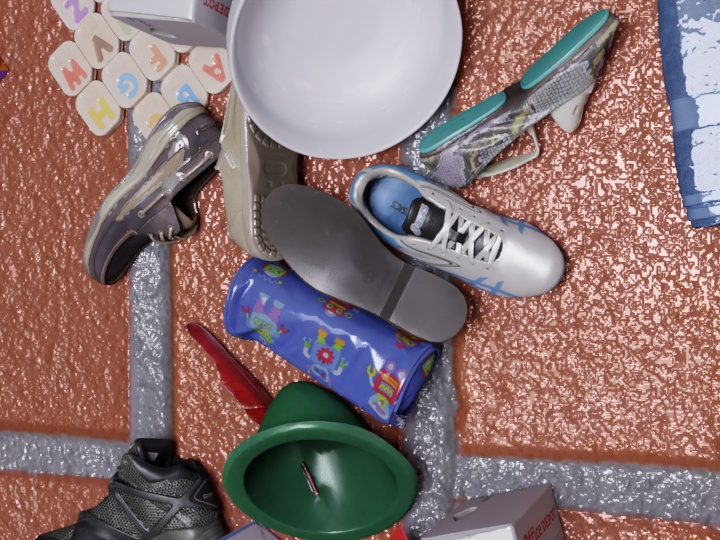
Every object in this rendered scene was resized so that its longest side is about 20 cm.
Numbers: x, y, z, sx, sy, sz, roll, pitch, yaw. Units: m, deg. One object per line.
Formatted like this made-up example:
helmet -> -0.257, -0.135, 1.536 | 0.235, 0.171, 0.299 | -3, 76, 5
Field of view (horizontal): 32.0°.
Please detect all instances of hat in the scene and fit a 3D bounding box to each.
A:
hat -> -0.043, 0.121, 1.142 | 0.199, 0.177, 0.165 | 34, 126, -28

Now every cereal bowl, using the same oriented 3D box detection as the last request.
cereal bowl -> -0.017, -0.201, 1.046 | 0.197, 0.084, 0.202 | -5, 124, -8

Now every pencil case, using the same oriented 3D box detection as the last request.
pencil case -> -0.027, 0.063, 1.103 | 0.198, 0.078, 0.088 | 27, 121, 17

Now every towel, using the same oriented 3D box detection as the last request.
towel -> 0.294, -0.138, 0.974 | 0.110, 0.048, 0.203 | -7, 92, 22

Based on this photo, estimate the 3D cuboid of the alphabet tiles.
alphabet tiles -> -0.209, -0.225, 1.188 | 0.199, 0.015, 0.197 | -39, 80, 19

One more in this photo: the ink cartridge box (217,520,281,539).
ink cartridge box -> -0.147, 0.340, 1.140 | 0.076, 0.136, 0.201 | 36, 106, 17

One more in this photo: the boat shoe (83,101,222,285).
boat shoe -> -0.187, -0.059, 1.160 | 0.073, 0.074, 0.201 | 39, 111, 11

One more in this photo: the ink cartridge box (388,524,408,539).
ink cartridge box -> 0.027, 0.336, 1.074 | 0.067, 0.116, 0.202 | 21, 106, -21

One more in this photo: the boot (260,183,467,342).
boot -> 0.000, 0.000, 1.073 | 0.199, 0.075, 0.074 | 35, 86, 5

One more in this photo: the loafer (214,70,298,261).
loafer -> -0.094, -0.108, 1.112 | 0.068, 0.075, 0.203 | -6, 79, 47

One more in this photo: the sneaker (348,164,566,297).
sneaker -> 0.077, -0.030, 1.057 | 0.198, 0.072, 0.073 | 25, 101, 17

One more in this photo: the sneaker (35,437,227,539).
sneaker -> -0.229, 0.223, 1.200 | 0.197, 0.076, 0.116 | -14, 87, 19

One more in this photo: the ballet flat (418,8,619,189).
ballet flat -> 0.141, -0.132, 1.035 | 0.199, 0.072, 0.073 | -35, 81, 21

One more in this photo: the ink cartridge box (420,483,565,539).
ink cartridge box -> 0.130, 0.292, 1.020 | 0.083, 0.145, 0.203 | -16, 88, 21

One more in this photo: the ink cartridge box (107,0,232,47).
ink cartridge box -> -0.137, -0.301, 1.074 | 0.083, 0.146, 0.203 | 9, 93, 16

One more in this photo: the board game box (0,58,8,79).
board game box -> -0.512, -0.210, 1.211 | 0.200, 0.199, 0.201 | -41, 80, 19
